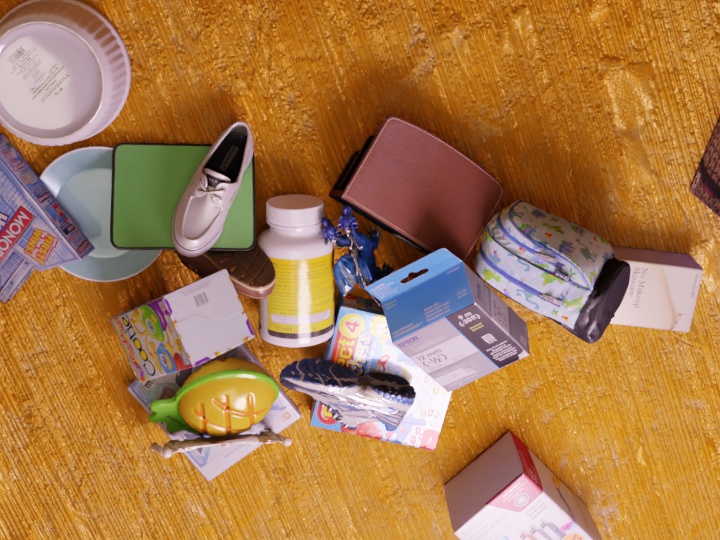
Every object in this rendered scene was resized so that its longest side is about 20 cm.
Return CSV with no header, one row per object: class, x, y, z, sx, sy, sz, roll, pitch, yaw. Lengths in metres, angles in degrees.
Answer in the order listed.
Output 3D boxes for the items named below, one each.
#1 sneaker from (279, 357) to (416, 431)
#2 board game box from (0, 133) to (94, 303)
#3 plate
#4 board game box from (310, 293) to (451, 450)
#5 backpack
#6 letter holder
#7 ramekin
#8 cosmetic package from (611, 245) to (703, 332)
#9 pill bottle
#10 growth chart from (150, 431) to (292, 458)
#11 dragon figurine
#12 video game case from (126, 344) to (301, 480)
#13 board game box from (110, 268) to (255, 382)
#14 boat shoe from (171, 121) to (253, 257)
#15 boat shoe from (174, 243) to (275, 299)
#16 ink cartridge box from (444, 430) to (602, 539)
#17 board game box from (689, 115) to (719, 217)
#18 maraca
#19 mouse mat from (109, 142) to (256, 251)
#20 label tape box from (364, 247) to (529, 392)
sneaker,-0.024,0.190,1.727,0.199,0.077,0.085,15,112,-7
board game box,-0.486,-0.050,1.669,0.200,0.062,0.200,39,109,-5
plate,-0.369,-0.081,1.705,0.199,0.026,0.201,-1,108,-2
board game box,0.040,0.154,1.785,0.195,0.056,0.201,12,108,-7
backpack,0.256,-0.006,1.632,0.199,0.163,0.154,16,120,24
letter holder,0.081,-0.114,1.674,0.200,0.101,0.142,31,88,-12
ramekin,-0.414,-0.261,1.601,0.199,0.105,0.201,-1,109,-2
cosmetic package,0.386,0.023,1.749,0.199,0.073,0.104,6,108,-3
pill bottle,-0.092,-0.001,1.698,0.111,0.111,0.201,-1,109,-2
growth chart,-0.207,0.252,1.745,0.199,0.145,0.018,-5,88,-10
dragon figurine,0.000,0.000,1.677,0.059,0.099,0.201,-9,105,28
video game case,-0.220,0.197,1.806,0.182,0.022,0.200,-35,106,9
board game box,-0.249,0.080,1.653,0.105,0.200,0.103,-26,94,-33
boat shoe,-0.198,-0.114,1.627,0.072,0.066,0.200,28,69,1
boat shoe,-0.190,-0.008,1.673,0.072,0.200,0.068,-30,135,-35
ink cartridge box,0.251,0.383,1.825,0.145,0.145,0.200,-43,106,11
board game box,0.557,-0.167,1.646,0.096,0.160,0.201,16,106,-8
maraca,-0.213,0.192,1.739,0.199,0.107,0.137,-23,140,19
mouse mat,-0.245,-0.103,1.654,0.199,0.008,0.162,1,70,-9
label tape box,0.119,0.071,1.646,0.143,0.066,0.200,-28,130,29
